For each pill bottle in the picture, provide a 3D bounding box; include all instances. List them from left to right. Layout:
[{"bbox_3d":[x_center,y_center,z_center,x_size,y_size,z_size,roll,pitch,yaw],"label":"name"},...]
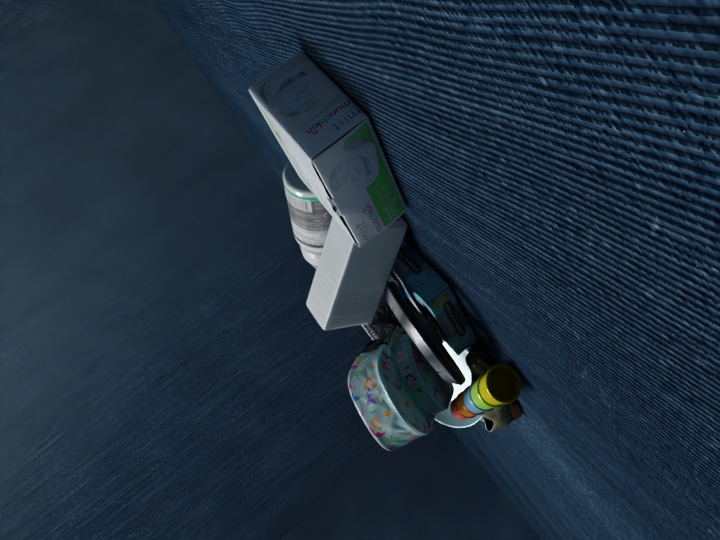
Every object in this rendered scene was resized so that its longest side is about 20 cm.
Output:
[{"bbox_3d":[-0.073,-0.107,1.327,0.113,0.112,0.202,50,159,34],"label":"pill bottle"}]

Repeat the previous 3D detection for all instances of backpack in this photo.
[{"bbox_3d":[0.068,0.205,1.276,0.179,0.149,0.200,59,-153,-5],"label":"backpack"}]

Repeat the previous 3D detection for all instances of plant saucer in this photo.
[{"bbox_3d":[0.171,0.200,1.410,0.199,0.038,0.204,18,119,37],"label":"plant saucer"}]

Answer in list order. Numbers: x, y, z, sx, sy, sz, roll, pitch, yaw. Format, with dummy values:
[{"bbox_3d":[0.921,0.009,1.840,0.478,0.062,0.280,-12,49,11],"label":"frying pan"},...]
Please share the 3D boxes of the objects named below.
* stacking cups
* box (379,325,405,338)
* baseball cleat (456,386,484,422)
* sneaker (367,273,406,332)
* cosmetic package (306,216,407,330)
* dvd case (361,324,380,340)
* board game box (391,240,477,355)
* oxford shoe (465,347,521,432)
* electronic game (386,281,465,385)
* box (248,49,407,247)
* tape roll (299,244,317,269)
[{"bbox_3d":[0.192,0.200,1.187,0.061,0.060,0.200,52,158,7],"label":"stacking cups"},{"bbox_3d":[0.096,0.137,1.603,0.158,0.050,0.202,55,-156,-34],"label":"box"},{"bbox_3d":[0.216,0.235,1.512,0.201,0.069,0.106,57,174,-31],"label":"baseball cleat"},{"bbox_3d":[0.039,0.067,1.338,0.076,0.087,0.201,49,174,36],"label":"sneaker"},{"bbox_3d":[-0.009,-0.006,1.163,0.074,0.100,0.202,49,132,39],"label":"cosmetic package"},{"bbox_3d":[0.046,0.108,1.672,0.151,0.025,0.200,53,-161,6],"label":"dvd case"},{"bbox_3d":[0.105,0.031,1.243,0.200,0.047,0.152,49,174,47],"label":"board game box"},{"bbox_3d":[0.220,0.216,1.280,0.201,0.074,0.070,56,174,-34],"label":"oxford shoe"},{"bbox_3d":[0.105,0.100,1.185,0.201,0.041,0.200,53,-176,-5],"label":"electronic game"},{"bbox_3d":[-0.042,-0.160,0.999,0.177,0.096,0.201,49,174,36],"label":"box"},{"bbox_3d":[-0.039,-0.030,1.657,0.199,0.067,0.201,34,-165,-10],"label":"tape roll"}]
